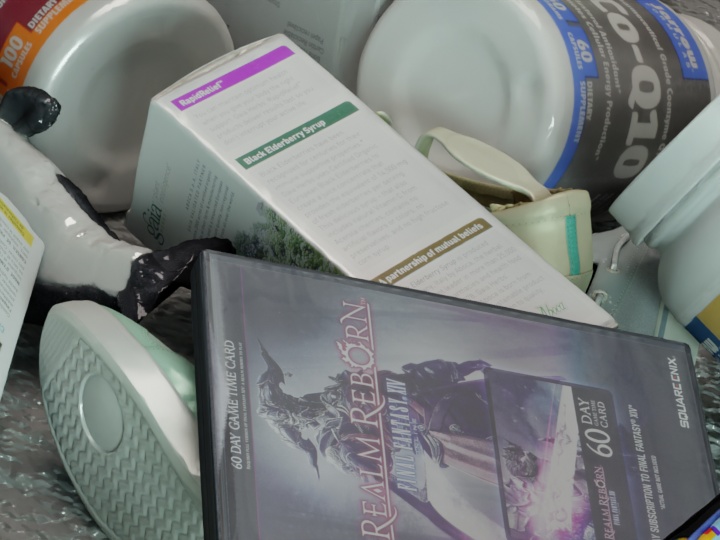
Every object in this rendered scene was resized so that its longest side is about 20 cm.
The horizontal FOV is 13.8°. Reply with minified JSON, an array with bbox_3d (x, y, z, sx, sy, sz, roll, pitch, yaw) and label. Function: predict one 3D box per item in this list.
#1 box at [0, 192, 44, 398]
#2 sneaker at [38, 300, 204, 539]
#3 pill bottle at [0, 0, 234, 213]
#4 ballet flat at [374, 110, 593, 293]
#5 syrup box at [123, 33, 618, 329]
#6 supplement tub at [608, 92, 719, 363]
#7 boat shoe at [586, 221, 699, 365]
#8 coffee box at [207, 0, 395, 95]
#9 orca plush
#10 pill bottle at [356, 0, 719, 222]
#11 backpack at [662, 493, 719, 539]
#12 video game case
[{"bbox_3d":[-0.174,0.024,1.104,0.049,0.082,0.200,-26,27,20],"label":"box"},{"bbox_3d":[-0.028,0.072,1.114,0.118,0.074,0.200,-22,52,-39],"label":"sneaker"},{"bbox_3d":[-0.159,-0.120,1.388,0.114,0.114,0.200,-10,35,-39],"label":"pill bottle"},{"bbox_3d":[0.018,-0.036,1.286,0.200,0.070,0.069,19,25,34],"label":"ballet flat"},{"bbox_3d":[0.000,0.000,1.206,0.081,0.079,0.200,-29,60,-36],"label":"syrup box"},{"bbox_3d":[0.214,0.004,1.213,0.200,0.145,0.145,46,33,5],"label":"supplement tub"},{"bbox_3d":[0.110,0.011,1.303,0.071,0.070,0.201,18,30,-2],"label":"boat shoe"},{"bbox_3d":[-0.003,-0.178,1.477,0.200,0.200,0.198,31,31,31],"label":"coffee box"},{"bbox_3d":[-0.128,-0.016,1.246,0.200,0.105,0.071,9,-19,36],"label":"orca plush"},{"bbox_3d":[0.097,-0.079,1.401,0.114,0.114,0.200,30,18,31],"label":"pill bottle"},{"bbox_3d":[0.117,0.165,0.860,0.134,0.200,0.182,27,29,25],"label":"backpack"},{"bbox_3d":[0.038,0.066,1.074,0.200,0.019,0.143,12,45,-18],"label":"video game case"}]
